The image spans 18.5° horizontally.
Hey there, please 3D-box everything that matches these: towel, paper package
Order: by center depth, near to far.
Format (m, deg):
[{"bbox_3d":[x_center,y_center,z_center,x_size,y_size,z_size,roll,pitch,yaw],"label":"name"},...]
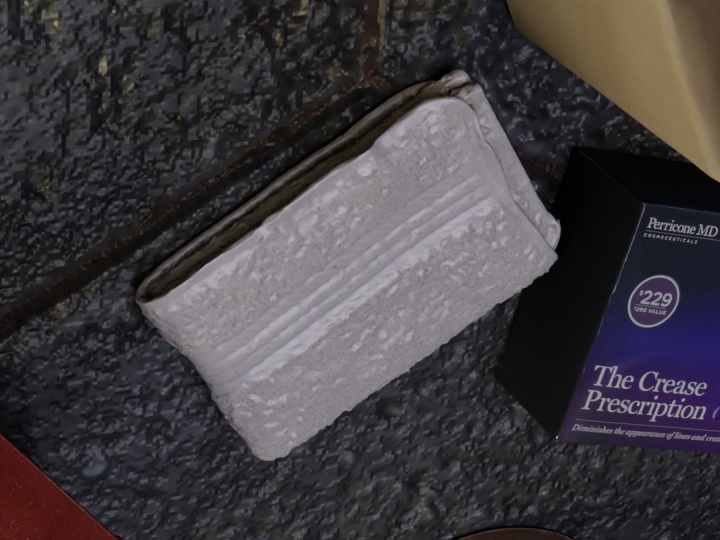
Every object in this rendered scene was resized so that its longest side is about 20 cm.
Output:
[{"bbox_3d":[0.130,-0.166,0.975,0.103,0.200,0.191,-28,125,-11],"label":"paper package"},{"bbox_3d":[0.000,0.000,1.105,0.200,0.034,0.133,-36,126,-4],"label":"towel"}]

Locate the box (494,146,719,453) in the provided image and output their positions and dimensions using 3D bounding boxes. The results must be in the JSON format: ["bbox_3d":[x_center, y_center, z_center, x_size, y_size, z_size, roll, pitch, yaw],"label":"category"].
[{"bbox_3d":[0.192,0.022,1.187,0.200,0.079,0.141,6,111,-29],"label":"box"}]

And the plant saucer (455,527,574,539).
[{"bbox_3d":[0.072,0.243,1.273,0.200,0.037,0.201,-12,122,-21],"label":"plant saucer"}]

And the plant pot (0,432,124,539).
[{"bbox_3d":[-0.216,0.141,0.987,0.176,0.200,0.200,-48,127,-9],"label":"plant pot"}]
